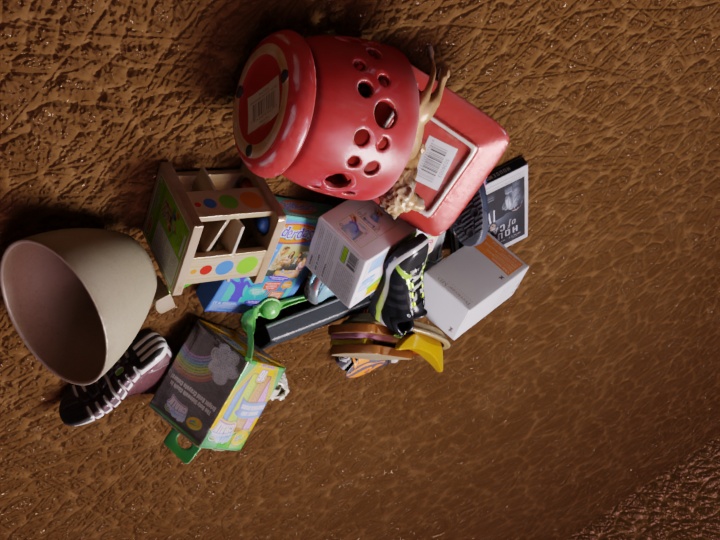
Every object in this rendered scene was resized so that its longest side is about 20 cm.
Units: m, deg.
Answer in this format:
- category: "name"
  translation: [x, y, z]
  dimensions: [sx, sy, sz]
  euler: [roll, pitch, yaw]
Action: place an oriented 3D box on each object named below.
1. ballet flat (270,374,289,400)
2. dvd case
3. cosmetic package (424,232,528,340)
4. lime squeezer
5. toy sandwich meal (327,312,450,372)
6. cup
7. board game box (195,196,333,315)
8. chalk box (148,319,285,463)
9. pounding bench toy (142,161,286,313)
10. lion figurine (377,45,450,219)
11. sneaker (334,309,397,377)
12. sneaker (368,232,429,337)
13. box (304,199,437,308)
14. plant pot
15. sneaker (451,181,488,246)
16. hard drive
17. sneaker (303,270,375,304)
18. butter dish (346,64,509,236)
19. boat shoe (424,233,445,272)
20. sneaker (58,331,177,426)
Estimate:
- category: "ballet flat"
  translation: [-0.197, 0.189, 1.858]
  dimensions: [0.198, 0.072, 0.072]
  euler: [6, 131, -42]
- category: "dvd case"
  translation: [0.218, -0.092, 1.888]
  dimensions: [0.148, 0.025, 0.201]
  euler: [-26, 145, -10]
- category: "cosmetic package"
  translation: [0.182, 0.021, 1.829]
  dimensions: [0.199, 0.101, 0.072]
  euler: [-32, 156, -46]
- category: "lime squeezer"
  translation: [-0.137, 0.069, 1.683]
  dimensions: [0.200, 0.070, 0.038]
  euler: [-41, 127, -46]
- category: "toy sandwich meal"
  translation: [0.049, 0.122, 1.792]
  dimensions: [0.201, 0.072, 0.205]
  euler: [11, 167, 2]
- category: "cup"
  translation: [-0.349, 0.026, 1.444]
  dimensions: [0.143, 0.199, 0.202]
  euler: [-35, 156, -45]
- category: "board game box"
  translation: [-0.138, -0.020, 1.665]
  dimensions: [0.150, 0.045, 0.201]
  euler: [6, 130, -44]
- category: "chalk box"
  translation: [-0.232, 0.200, 1.724]
  dimensions: [0.202, 0.124, 0.123]
  euler: [-59, 153, 5]
- category: "pounding bench toy"
  translation: [-0.204, -0.036, 1.519]
  dimensions: [0.154, 0.125, 0.202]
  euler: [-7, 138, -34]
- category: "lion figurine"
  translation: [0.065, -0.176, 1.424]
  dimensions: [0.071, 0.123, 0.203]
  euler: [11, 119, 5]
- category: "sneaker"
  translation: [0.006, 0.130, 1.941]
  dimensions: [0.111, 0.078, 0.201]
  euler: [-27, 146, -10]
- category: "sneaker"
  translation: [0.076, 0.027, 1.624]
  dimensions: [0.071, 0.083, 0.201]
  euler: [-34, 159, -32]
- category: "box"
  translation: [0.028, -0.054, 1.650]
  dimensions: [0.199, 0.101, 0.113]
  euler: [-34, 157, -36]
- category: "plant pot"
  translation: [-0.051, -0.201, 1.386]
  dimensions: [0.180, 0.202, 0.202]
  euler: [9, 129, -34]
- category: "sneaker"
  translation: [0.170, -0.132, 1.651]
  dimensions: [0.069, 0.204, 0.081]
  euler: [-20, 161, 41]
- category: "hard drive"
  translation: [-0.073, 0.077, 1.792]
  dimensions: [0.197, 0.033, 0.139]
  euler: [-21, 177, -18]
- category: "sneaker"
  translation: [0.000, 0.000, 1.720]
  dimensions: [0.199, 0.095, 0.080]
  euler: [-34, 154, -31]
- category: "butter dish"
  translation: [0.089, -0.188, 1.569]
  dimensions: [0.198, 0.148, 0.201]
  euler: [32, 120, -6]
- category: "boat shoe"
  translation: [0.110, -0.018, 1.847]
  dimensions: [0.069, 0.072, 0.203]
  euler: [-10, 140, -30]
- category: "sneaker"
  translation: [-0.361, 0.187, 1.714]
  dimensions: [0.199, 0.076, 0.116]
  euler: [-35, 149, 2]
